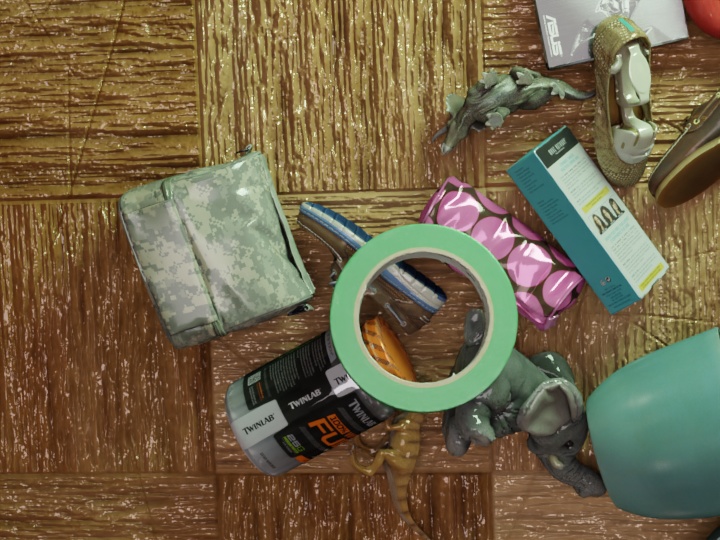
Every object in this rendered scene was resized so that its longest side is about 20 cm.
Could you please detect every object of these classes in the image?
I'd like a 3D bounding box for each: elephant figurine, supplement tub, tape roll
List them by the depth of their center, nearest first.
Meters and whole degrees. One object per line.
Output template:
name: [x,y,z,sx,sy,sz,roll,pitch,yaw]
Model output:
tape roll: [0.066,0.052,1.387,0.200,0.048,0.201,0,84,0]
elephant figurine: [0.199,0.155,1.466,0.199,0.155,0.142,9,54,-5]
supplement tub: [-0.043,0.139,1.474,0.200,0.123,0.123,-29,92,13]

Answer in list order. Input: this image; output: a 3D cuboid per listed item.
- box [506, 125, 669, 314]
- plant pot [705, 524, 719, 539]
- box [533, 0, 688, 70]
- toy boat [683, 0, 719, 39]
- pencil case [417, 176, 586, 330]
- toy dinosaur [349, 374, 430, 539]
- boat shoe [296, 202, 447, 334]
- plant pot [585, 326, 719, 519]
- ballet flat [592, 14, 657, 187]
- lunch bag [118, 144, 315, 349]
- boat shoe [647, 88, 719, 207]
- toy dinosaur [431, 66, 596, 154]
box: [0.253,-0.056,1.440,0.200,0.082,0.049,54,134,-1]
plant pot: [0.458,0.346,1.439,0.199,0.135,0.201,1,97,7]
box: [0.264,-0.336,1.431,0.158,0.048,0.201,-11,95,8]
toy boat: [0.443,-0.302,1.372,0.199,0.131,0.131,13,97,4]
pencil case: [0.154,-0.014,1.457,0.200,0.094,0.091,34,136,4]
toy dinosaur: [0.042,0.222,1.510,0.106,0.060,0.201,7,97,4]
boat shoe: [0.000,0.000,1.485,0.200,0.072,0.072,37,100,1]
plant pot: [0.339,0.179,1.410,0.160,0.201,0.201,-17,94,16]
ballet flat: [0.289,-0.175,1.405,0.070,0.065,0.201,-21,117,-13]
lunch bag: [-0.156,-0.024,1.465,0.167,0.139,0.201,-19,95,9]
boat shoe: [0.394,-0.155,1.431,0.200,0.070,0.070,-42,54,16]
toy dinosaur: [0.169,-0.197,1.438,0.199,0.102,0.077,-24,101,-1]
